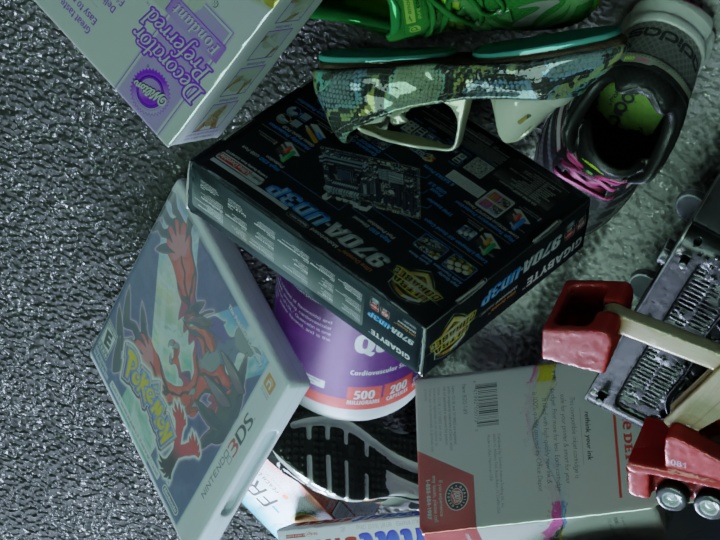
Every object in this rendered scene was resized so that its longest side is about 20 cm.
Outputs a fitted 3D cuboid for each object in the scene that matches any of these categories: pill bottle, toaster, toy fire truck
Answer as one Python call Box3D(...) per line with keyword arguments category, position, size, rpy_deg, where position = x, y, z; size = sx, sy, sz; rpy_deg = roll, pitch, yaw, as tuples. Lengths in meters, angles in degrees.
Box3D(category="pill bottle", position=(0.000, 0.000, 1.645), size=(0.112, 0.112, 0.200), rpy_deg=(19, 136, 11))
Box3D(category="toaster", position=(0.266, 0.040, 1.536), size=(0.200, 0.119, 0.181), rpy_deg=(27, 137, 3))
Box3D(category="toy fire truck", position=(0.213, 0.085, 1.484), size=(0.200, 0.049, 0.141), rpy_deg=(11, 133, 19))

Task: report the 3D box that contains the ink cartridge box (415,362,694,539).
Box3D(category="ink cartridge box", position=(0.142, 0.126, 1.653), size=(0.200, 0.117, 0.068), rpy_deg=(-7, 153, 11))

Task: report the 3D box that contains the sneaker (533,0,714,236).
Box3D(category="sneaker", position=(0.150, -0.079, 1.510), size=(0.074, 0.087, 0.200), rpy_deg=(30, 137, 0))

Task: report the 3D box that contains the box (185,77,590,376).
Box3D(category="box", position=(0.017, -0.042, 1.513), size=(0.200, 0.159, 0.046), rpy_deg=(35, 142, 25))

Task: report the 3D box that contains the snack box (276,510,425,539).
Box3D(category="snack box", position=(0.026, 0.212, 1.767), size=(0.200, 0.024, 0.072), rpy_deg=(-11, 94, 40))

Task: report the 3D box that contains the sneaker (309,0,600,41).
Box3D(category="sneaker", position=(0.051, -0.166, 1.484), size=(0.200, 0.084, 0.074), rpy_deg=(3, 126, 25))

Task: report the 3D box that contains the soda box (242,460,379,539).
Box3D(category="soda box", position=(-0.074, 0.128, 1.838), size=(0.068, 0.064, 0.200), rpy_deg=(-26, 113, 42))

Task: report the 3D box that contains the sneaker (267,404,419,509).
Box3D(category="sneaker", position=(-0.004, 0.139, 1.757), size=(0.200, 0.074, 0.080), rpy_deg=(20, 159, -40))

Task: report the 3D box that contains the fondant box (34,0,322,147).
Box3D(category="fondant box", position=(-0.094, -0.196, 1.481), size=(0.144, 0.058, 0.200), rpy_deg=(47, 120, 14))

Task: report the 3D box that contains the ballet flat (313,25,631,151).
Box3D(category="ballet flat", position=(0.069, -0.107, 1.477), size=(0.200, 0.074, 0.074), rpy_deg=(-2, 128, 24))

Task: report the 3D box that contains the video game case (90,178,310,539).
Box3D(category="video game case", position=(-0.118, 0.068, 1.719), size=(0.200, 0.023, 0.182), rpy_deg=(60, 135, 35))

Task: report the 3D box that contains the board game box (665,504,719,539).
Box3D(category="board game box", position=(0.158, 0.217, 1.767), size=(0.200, 0.105, 0.103), rpy_deg=(-23, 117, 41))
